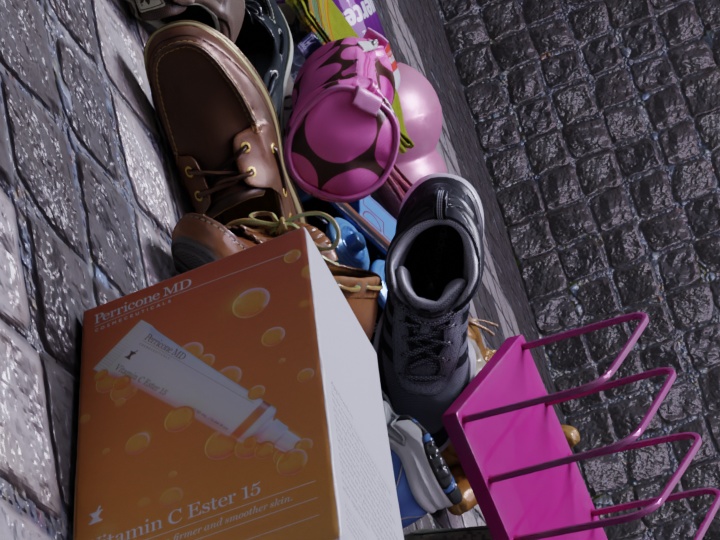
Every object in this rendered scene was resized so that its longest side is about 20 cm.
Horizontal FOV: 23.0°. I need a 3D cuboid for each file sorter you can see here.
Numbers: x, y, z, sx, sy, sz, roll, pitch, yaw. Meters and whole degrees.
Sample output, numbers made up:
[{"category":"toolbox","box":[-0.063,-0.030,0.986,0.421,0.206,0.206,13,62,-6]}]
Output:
[{"category":"file sorter","box":[0.169,0.149,1.228,0.139,0.125,0.201,-41,111,-57]}]

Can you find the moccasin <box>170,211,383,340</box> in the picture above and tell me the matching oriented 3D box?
[{"category":"moccasin","box":[-0.045,-0.002,1.097,0.201,0.073,0.078,26,86,-51]}]

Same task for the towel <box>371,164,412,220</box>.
[{"category":"towel","box":[0.025,-0.027,1.486,0.201,0.023,0.145,86,-22,-53]}]

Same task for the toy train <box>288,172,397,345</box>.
[{"category":"toy train","box":[0.000,0.000,1.327,0.200,0.086,0.115,41,33,-35]}]

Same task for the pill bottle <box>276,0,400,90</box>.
[{"category":"pill bottle","box":[-0.035,-0.201,1.556,0.113,0.112,0.201,-77,146,-73]}]

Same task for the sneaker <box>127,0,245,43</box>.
[{"category":"sneaker","box":[-0.132,-0.207,1.156,0.200,0.070,0.076,51,36,-46]}]

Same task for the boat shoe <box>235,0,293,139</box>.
[{"category":"boat shoe","box":[-0.090,-0.162,1.278,0.066,0.074,0.201,79,9,-49]}]

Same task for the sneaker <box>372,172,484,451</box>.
[{"category":"sneaker","box":[0.044,0.036,1.210,0.114,0.075,0.202,-49,144,-82]}]

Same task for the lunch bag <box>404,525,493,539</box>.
[{"category":"lunch bag","box":[0.113,0.299,1.349,0.200,0.138,0.169,50,40,-59]}]

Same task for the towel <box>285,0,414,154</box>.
[{"category":"towel","box":[-0.011,-0.184,1.433,0.200,0.018,0.087,50,23,-44]}]

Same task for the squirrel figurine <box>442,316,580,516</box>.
[{"category":"squirrel figurine","box":[0.097,0.117,1.701,0.188,0.141,0.200,60,-5,2]}]

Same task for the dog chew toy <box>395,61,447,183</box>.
[{"category":"dog chew toy","box":[0.029,-0.097,1.715,0.125,0.123,0.202,-68,145,-76]}]

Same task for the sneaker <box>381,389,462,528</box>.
[{"category":"sneaker","box":[-0.001,0.128,1.193,0.076,0.077,0.200,61,-10,-11]}]

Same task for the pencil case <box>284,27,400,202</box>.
[{"category":"pencil case","box":[-0.011,-0.116,1.274,0.091,0.094,0.200,38,14,-13]}]

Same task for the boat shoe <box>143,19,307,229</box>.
[{"category":"boat shoe","box":[-0.082,-0.067,1.142,0.068,0.071,0.201,-98,168,-59]}]

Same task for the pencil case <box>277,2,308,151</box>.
[{"category":"pencil case","box":[-0.050,-0.122,1.417,0.089,0.077,0.202,159,-89,-75]}]

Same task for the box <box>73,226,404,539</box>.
[{"category":"box","box":[-0.055,0.095,0.808,0.201,0.123,0.098,-99,165,-50]}]
